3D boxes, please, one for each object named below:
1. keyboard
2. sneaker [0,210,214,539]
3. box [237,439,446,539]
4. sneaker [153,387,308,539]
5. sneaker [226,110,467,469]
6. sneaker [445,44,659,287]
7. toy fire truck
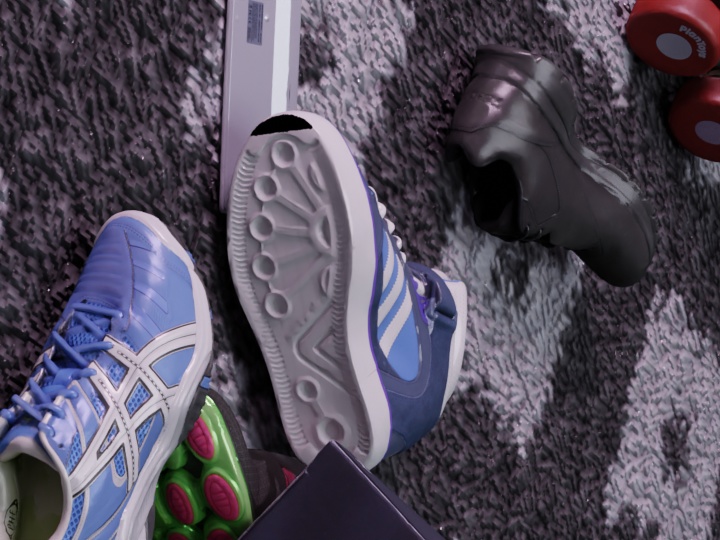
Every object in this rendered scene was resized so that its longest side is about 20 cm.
[{"bbox_3d":[-0.052,-0.129,1.238,0.056,0.011,0.202,5,87,-50],"label":"keyboard"},{"bbox_3d":[-0.123,0.066,1.082,0.077,0.075,0.202,33,63,-55],"label":"sneaker"},{"bbox_3d":[-0.004,0.225,1.146,0.199,0.123,0.200,-47,136,-2],"label":"box"},{"bbox_3d":[-0.061,0.120,1.186,0.201,0.076,0.084,68,34,-44],"label":"sneaker"},{"bbox_3d":[0.000,0.000,1.262,0.146,0.080,0.202,-35,117,-60],"label":"sneaker"},{"bbox_3d":[0.109,-0.046,1.427,0.200,0.076,0.091,48,63,-36],"label":"sneaker"},{"bbox_3d":[0.284,-0.160,1.575,0.200,0.167,0.113,57,48,-38],"label":"toy fire truck"}]
